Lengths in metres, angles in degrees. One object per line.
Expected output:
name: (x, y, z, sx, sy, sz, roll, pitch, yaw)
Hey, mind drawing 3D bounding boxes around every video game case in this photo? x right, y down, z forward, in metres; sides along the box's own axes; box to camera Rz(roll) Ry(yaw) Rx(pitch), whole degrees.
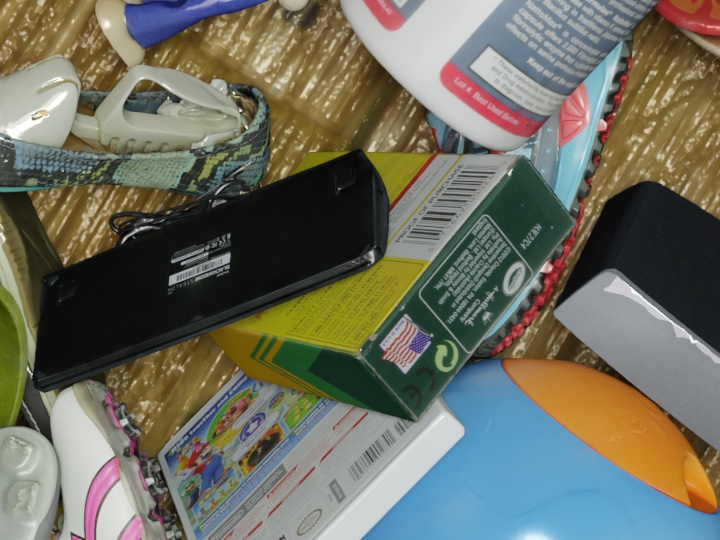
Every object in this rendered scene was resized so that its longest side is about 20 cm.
video game case: (-0.032, 0.086, 0.893, 0.143, 0.200, 0.018, -46, 114, 3)

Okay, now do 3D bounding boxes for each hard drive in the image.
hard drive: (0.201, 0.042, 0.924, 0.200, 0.135, 0.042, 37, 127, -2)

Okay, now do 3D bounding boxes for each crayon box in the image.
crayon box: (0.000, 0.000, 0.892, 0.127, 0.200, 0.051, -50, 116, -17)

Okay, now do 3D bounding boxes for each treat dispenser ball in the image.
treat dispenser ball: (0.080, 0.143, 0.892, 0.200, 0.201, 0.201, 0, 92, 0)

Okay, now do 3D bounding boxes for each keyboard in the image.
keyboard: (-0.070, -0.001, 0.893, 0.200, 0.104, 0.040, -19, 135, 21)

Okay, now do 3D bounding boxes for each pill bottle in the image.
pill bottle: (0.096, -0.165, 0.848, 0.120, 0.120, 0.200, 43, 109, -1)

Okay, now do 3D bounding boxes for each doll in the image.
doll: (-0.038, -0.166, 0.922, 0.200, 0.137, 0.049, -24, 117, 13)

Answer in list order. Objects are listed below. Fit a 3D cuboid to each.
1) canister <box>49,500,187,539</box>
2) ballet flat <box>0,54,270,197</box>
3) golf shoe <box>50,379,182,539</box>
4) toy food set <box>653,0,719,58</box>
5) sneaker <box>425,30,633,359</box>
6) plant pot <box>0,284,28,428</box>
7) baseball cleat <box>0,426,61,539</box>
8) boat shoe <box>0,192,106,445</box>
canister: (-0.154, 0.192, 0.951, 0.199, 0.087, 0.149, 8, 90, -2)
ballet flat: (-0.137, -0.079, 0.921, 0.200, 0.074, 0.074, 0, 92, -29)
golf shoe: (-0.126, 0.155, 0.875, 0.092, 0.073, 0.200, -16, 87, -4)
toy food set: (0.232, -0.166, 0.911, 0.197, 0.049, 0.200, -11, 55, -9)
sneaker: (0.076, -0.053, 0.959, 0.095, 0.079, 0.200, 19, 84, 11)
plant pot: (-0.296, 0.044, 0.849, 0.193, 0.200, 0.201, 31, 91, 22)
baseball cleat: (-0.197, 0.171, 0.863, 0.070, 0.106, 0.200, 26, 78, 16)
boat shoe: (-0.197, 0.008, 0.957, 0.066, 0.072, 0.201, -23, 88, 14)
